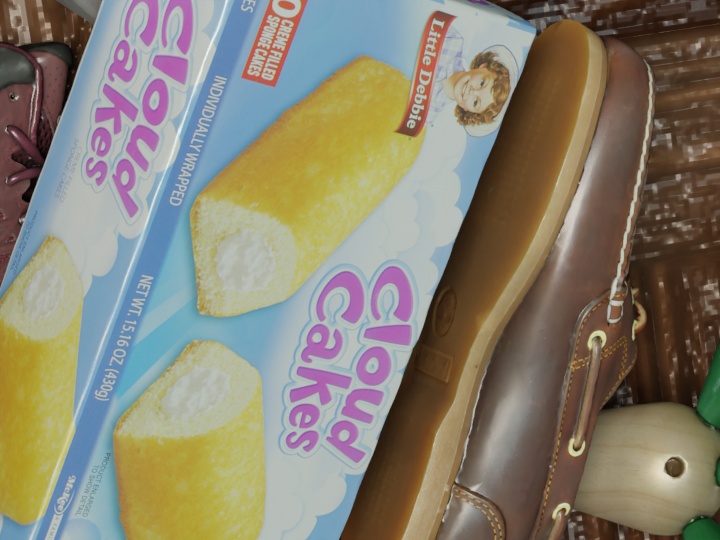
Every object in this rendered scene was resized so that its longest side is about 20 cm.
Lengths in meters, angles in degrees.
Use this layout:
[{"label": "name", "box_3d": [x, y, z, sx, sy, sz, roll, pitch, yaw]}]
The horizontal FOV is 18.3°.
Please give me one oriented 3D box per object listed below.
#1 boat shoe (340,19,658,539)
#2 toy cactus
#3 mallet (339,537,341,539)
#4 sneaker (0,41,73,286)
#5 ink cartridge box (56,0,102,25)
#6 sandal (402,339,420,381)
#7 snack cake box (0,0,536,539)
[{"label": "boat shoe", "box_3d": [0.057, 0.020, 0.738, 0.070, 0.070, 0.201, 16, 102, -22]}, {"label": "toy cactus", "box_3d": [0.127, 0.071, 0.736, 0.102, 0.164, 0.201, -1, 91, -50]}, {"label": "mallet", "box_3d": [-0.050, 0.168, 0.809, 0.041, 0.066, 0.200, 36, 103, -11]}, {"label": "sneaker", "box_3d": [-0.106, -0.013, 0.756, 0.199, 0.076, 0.116, 31, 86, -12]}, {"label": "ink cartridge box", "box_3d": [-0.125, -0.196, 0.665, 0.200, 0.147, 0.146, 35, 89, 7]}, {"label": "sandal", "box_3d": [0.004, -0.007, 0.781, 0.206, 0.059, 0.079, 37, 88, -27]}, {"label": "snack cake box", "box_3d": [-0.039, -0.003, 0.678, 0.115, 0.067, 0.201, 12, 104, -38]}]
